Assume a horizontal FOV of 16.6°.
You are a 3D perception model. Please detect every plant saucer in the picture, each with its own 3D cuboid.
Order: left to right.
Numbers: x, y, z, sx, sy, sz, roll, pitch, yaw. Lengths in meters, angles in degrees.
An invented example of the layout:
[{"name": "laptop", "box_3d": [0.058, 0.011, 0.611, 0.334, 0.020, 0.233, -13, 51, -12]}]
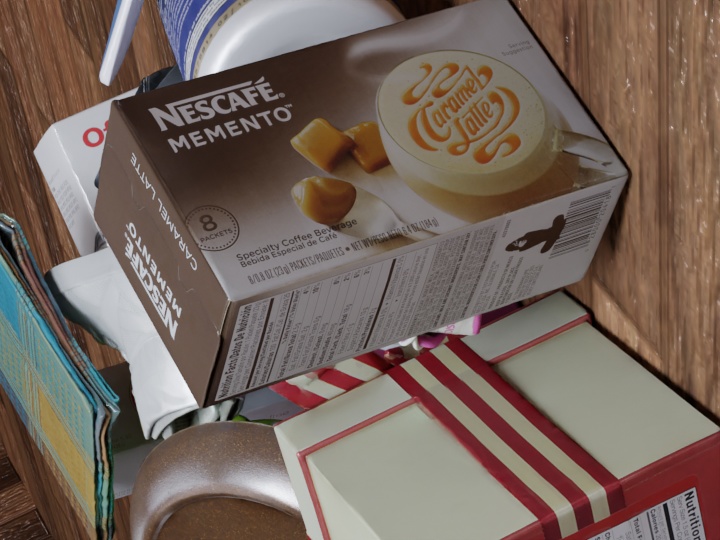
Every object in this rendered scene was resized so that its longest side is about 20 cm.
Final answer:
[{"name": "plant saucer", "box_3d": [-0.043, 0.170, 1.321, 0.199, 0.032, 0.201, 17, 130, 21]}]

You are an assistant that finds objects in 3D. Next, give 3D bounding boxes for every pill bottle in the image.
[{"name": "pill bottle", "box_3d": [-0.042, -0.129, 1.232, 0.200, 0.111, 0.111, -114, 8, -56]}]

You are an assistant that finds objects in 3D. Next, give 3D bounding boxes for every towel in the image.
[{"name": "towel", "box_3d": [-0.183, 0.068, 1.469, 0.147, 0.022, 0.200, 57, 161, 22]}]

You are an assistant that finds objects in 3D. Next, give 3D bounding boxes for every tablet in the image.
[{"name": "tablet", "box_3d": [-0.096, -0.205, 1.253, 0.130, 0.014, 0.201, -86, 14, -57]}]

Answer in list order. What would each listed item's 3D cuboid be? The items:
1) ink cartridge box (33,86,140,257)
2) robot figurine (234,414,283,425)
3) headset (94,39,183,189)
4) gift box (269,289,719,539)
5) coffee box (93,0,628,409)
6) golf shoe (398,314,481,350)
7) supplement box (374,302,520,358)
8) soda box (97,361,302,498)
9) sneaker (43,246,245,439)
[{"name": "ink cartridge box", "box_3d": [-0.096, -0.023, 1.545, 0.201, 0.146, 0.083, 64, 164, 2]}, {"name": "robot figurine", "box_3d": [-0.043, 0.158, 1.440, 0.175, 0.116, 0.200, 36, 170, 25]}, {"name": "headset", "box_3d": [-0.097, -0.111, 1.389, 0.094, 0.200, 0.124, 39, 120, 1]}, {"name": "gift box", "box_3d": [0.059, 0.131, 1.162, 0.187, 0.199, 0.185, -136, 31, -58]}, {"name": "coffee box", "box_3d": [-0.001, -0.033, 1.072, 0.115, 0.199, 0.080, 58, 150, 28]}, {"name": "golf shoe", "box_3d": [0.006, 0.002, 1.145, 0.092, 0.199, 0.075, 51, 153, 23]}, {"name": "supplement box", "box_3d": [0.000, 0.000, 1.317, 0.201, 0.110, 0.086, 60, 164, 19]}, {"name": "soda box", "box_3d": [-0.099, 0.086, 1.610, 0.068, 0.199, 0.064, 96, 153, -59]}, {"name": "sneaker", "box_3d": [-0.123, 0.045, 1.395, 0.200, 0.073, 0.116, 165, 94, -68]}]
